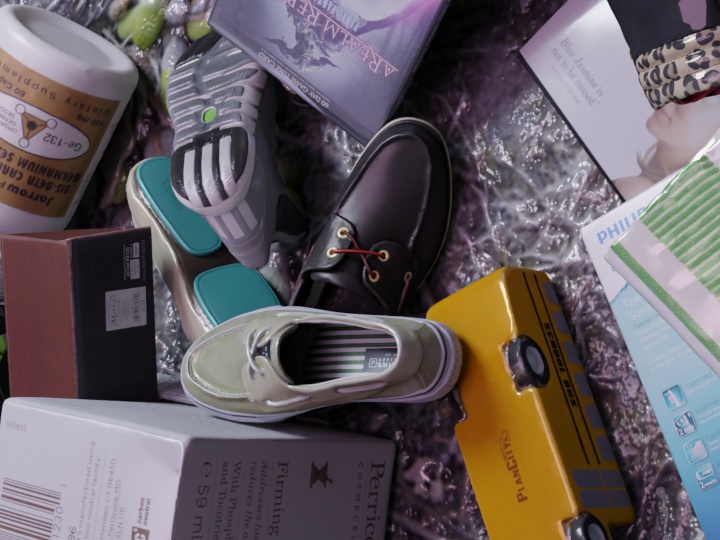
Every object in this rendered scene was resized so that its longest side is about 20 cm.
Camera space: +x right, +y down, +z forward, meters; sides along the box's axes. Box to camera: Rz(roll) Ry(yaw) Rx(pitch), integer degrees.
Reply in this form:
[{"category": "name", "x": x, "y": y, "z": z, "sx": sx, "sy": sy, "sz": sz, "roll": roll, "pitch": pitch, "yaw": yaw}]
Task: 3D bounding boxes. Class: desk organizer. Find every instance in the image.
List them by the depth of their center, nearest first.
[{"category": "desk organizer", "x": -0.189, "y": 0.071, "z": 1.134, "sx": 0.077, "sy": 0.072, "sz": 0.201, "roll": 6, "pitch": 102, "yaw": 41}]

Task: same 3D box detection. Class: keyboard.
[{"category": "keyboard", "x": -0.113, "y": 0.084, "z": 1.157, "sx": 0.200, "sy": 0.056, "sz": 0.011, "roll": 5, "pitch": 93, "yaw": 38}]

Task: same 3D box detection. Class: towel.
[{"category": "towel", "x": 0.231, "y": -0.031, "z": 0.818, "sx": 0.200, "sy": 0.023, "sz": 0.153, "roll": -50, "pitch": 60, "yaw": 18}]

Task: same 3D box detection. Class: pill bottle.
[{"category": "pill bottle", "x": -0.256, "y": -0.086, "z": 1.249, "sx": 0.114, "sy": 0.114, "sz": 0.200, "roll": 40, "pitch": 110, "yaw": 34}]

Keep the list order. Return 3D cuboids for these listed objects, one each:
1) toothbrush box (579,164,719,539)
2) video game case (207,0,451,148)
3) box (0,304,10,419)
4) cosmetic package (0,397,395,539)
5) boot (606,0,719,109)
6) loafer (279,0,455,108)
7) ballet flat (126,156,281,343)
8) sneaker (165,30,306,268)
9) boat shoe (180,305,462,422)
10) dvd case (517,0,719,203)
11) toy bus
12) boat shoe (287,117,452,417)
[{"category": "toothbrush box", "x": 0.225, "y": 0.034, "z": 0.879, "sx": 0.146, "sy": 0.085, "sz": 0.200, "roll": -33, "pitch": 67, "yaw": 30}, {"category": "video game case", "x": -0.009, "y": -0.189, "z": 1.028, "sx": 0.143, "sy": 0.019, "sz": 0.200, "roll": 38, "pitch": 131, "yaw": 12}, {"category": "box", "x": -0.287, "y": 0.138, "z": 1.228, "sx": 0.124, "sy": 0.148, "sz": 0.200, "roll": -33, "pitch": 66, "yaw": 31}, {"category": "cosmetic package", "x": -0.108, "y": 0.174, "z": 1.052, "sx": 0.166, "sy": 0.200, "sz": 0.168, "roll": 6, "pitch": 89, "yaw": 38}, {"category": "boot", "x": 0.146, "y": -0.162, "z": 0.926, "sx": 0.204, "sy": 0.073, "sz": 0.154, "roll": 171, "pitch": 82, "yaw": -75}, {"category": "loafer", "x": 0.007, "y": -0.182, "z": 1.080, "sx": 0.200, "sy": 0.071, "sz": 0.073, "roll": -41, "pitch": 63, "yaw": 28}, {"category": "ballet flat", "x": -0.108, "y": 0.009, "z": 1.164, "sx": 0.069, "sy": 0.069, "sz": 0.200, "roll": -45, "pitch": 59, "yaw": 25}, {"category": "sneaker", "x": -0.079, "y": -0.076, "z": 1.138, "sx": 0.075, "sy": 0.116, "sz": 0.200, "roll": -16, "pitch": 39, "yaw": 16}, {"category": "boat shoe", "x": -0.036, "y": 0.049, "z": 0.996, "sx": 0.200, "sy": 0.062, "sz": 0.072, "roll": -8, "pitch": 71, "yaw": 35}, {"category": "dvd case", "x": 0.195, "y": -0.143, "z": 0.963, "sx": 0.200, "sy": 0.018, "sz": 0.143, "roll": -45, "pitch": 60, "yaw": 25}, {"category": "toy bus", "x": 0.101, "y": 0.101, "z": 0.973, "sx": 0.065, "sy": 0.078, "sz": 0.200, "roll": -30, "pitch": 68, "yaw": 31}, {"category": "boat shoe", "x": 0.003, "y": 0.001, "z": 1.058, "sx": 0.074, "sy": 0.063, "sz": 0.202, "roll": 25, "pitch": 104, "yaw": 7}]
